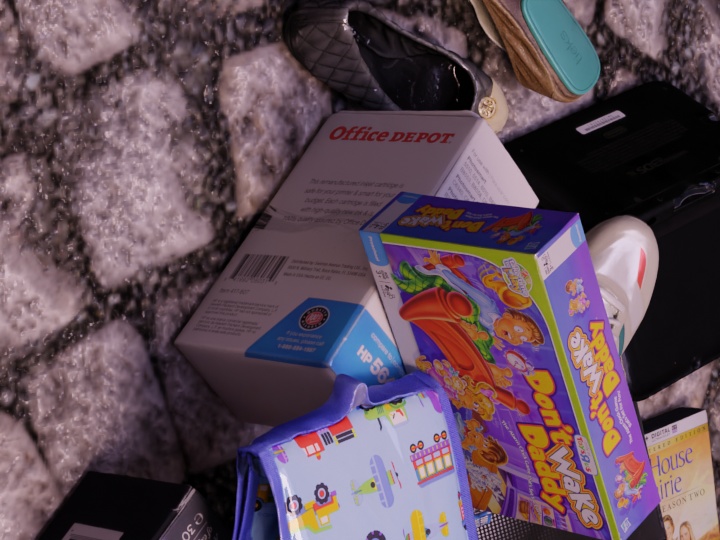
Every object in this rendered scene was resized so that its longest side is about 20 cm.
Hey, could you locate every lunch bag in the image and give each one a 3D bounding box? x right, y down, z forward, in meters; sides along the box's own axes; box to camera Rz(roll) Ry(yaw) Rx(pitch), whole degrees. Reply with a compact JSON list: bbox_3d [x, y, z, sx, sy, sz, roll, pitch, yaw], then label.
[{"bbox_3d":[-0.002,0.159,1.385,0.150,0.094,0.202,-17,112,-41],"label":"lunch bag"}]

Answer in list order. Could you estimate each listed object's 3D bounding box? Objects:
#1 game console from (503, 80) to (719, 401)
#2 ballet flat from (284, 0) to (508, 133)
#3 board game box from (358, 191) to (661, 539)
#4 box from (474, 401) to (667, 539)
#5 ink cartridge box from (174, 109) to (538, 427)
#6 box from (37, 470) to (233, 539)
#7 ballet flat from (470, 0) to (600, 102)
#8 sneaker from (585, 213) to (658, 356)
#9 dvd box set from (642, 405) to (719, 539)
[{"bbox_3d":[0.206,-0.027,1.729,0.199,0.176,0.117,-24,141,-40],"label":"game console"},{"bbox_3d":[0.032,-0.128,1.591,0.199,0.057,0.067,21,79,-42],"label":"ballet flat"},{"bbox_3d":[0.088,0.056,1.404,0.045,0.134,0.201,-41,124,-36],"label":"board game box"},{"bbox_3d":[0.117,0.121,1.666,0.192,0.047,0.202,-14,92,-36],"label":"box"},{"bbox_3d":[0.000,0.000,1.506,0.084,0.145,0.201,52,60,-33],"label":"ink cartridge box"},{"bbox_3d":[-0.119,0.244,1.433,0.149,0.107,0.200,-55,126,-27],"label":"box"},{"bbox_3d":[0.097,-0.201,1.638,0.068,0.072,0.201,-47,121,-30],"label":"ballet flat"},{"bbox_3d":[0.149,0.058,1.579,0.070,0.093,0.201,33,86,-19],"label":"sneaker"},{"bbox_3d":[0.216,0.217,1.799,0.146,0.029,0.202,-15,103,-41],"label":"dvd box set"}]
